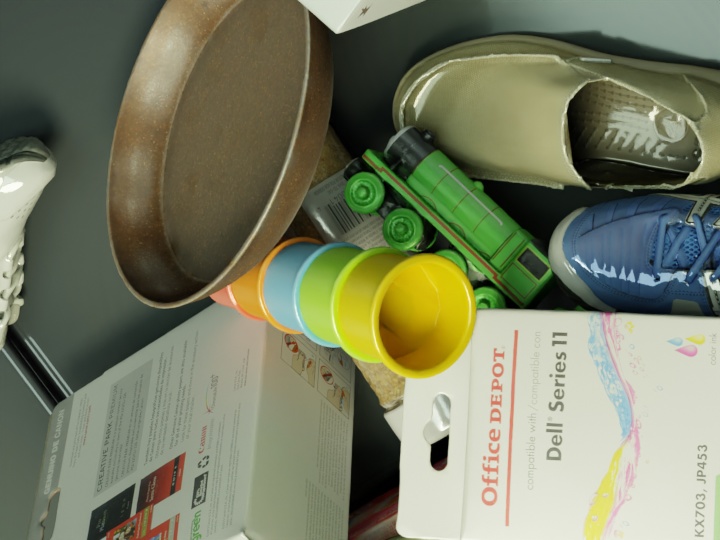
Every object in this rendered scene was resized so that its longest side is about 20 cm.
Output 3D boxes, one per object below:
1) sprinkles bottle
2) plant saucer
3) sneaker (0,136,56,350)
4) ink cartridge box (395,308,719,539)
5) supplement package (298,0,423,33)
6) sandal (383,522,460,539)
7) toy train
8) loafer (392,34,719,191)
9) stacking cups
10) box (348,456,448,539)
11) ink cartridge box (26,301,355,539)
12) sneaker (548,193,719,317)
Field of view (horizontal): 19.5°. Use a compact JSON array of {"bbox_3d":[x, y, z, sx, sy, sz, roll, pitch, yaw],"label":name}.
[{"bbox_3d":[0.000,0.000,1.153,0.068,0.068,0.200,-34,90,26],"label":"sprinkles bottle"},{"bbox_3d":[-0.071,-0.075,1.098,0.200,0.034,0.201,-28,54,47],"label":"plant saucer"},{"bbox_3d":[-0.232,-0.001,1.253,0.087,0.075,0.200,39,122,-6],"label":"sneaker"},{"bbox_3d":[0.112,0.080,1.013,0.199,0.067,0.118,1,83,11],"label":"ink cartridge box"},{"bbox_3d":[-0.018,-0.248,1.046,0.200,0.151,0.152,41,115,7],"label":"supplement package"},{"bbox_3d":[0.070,0.152,1.078,0.200,0.057,0.080,-30,92,4],"label":"sandal"},{"bbox_3d":[0.072,0.001,1.085,0.200,0.042,0.056,44,102,13],"label":"toy train"},{"bbox_3d":[0.106,-0.080,1.088,0.199,0.068,0.076,3,105,21],"label":"loafer"},{"bbox_3d":[-0.018,0.007,1.064,0.200,0.060,0.061,17,116,59],"label":"stacking cups"},{"bbox_3d":[0.000,0.199,1.192,0.200,0.095,0.103,-32,92,26],"label":"box"},{"bbox_3d":[-0.095,0.127,1.148,0.175,0.201,0.084,-30,124,26],"label":"ink cartridge box"},{"bbox_3d":[0.193,-0.011,1.037,0.199,0.077,0.076,2,70,-1],"label":"sneaker"}]
